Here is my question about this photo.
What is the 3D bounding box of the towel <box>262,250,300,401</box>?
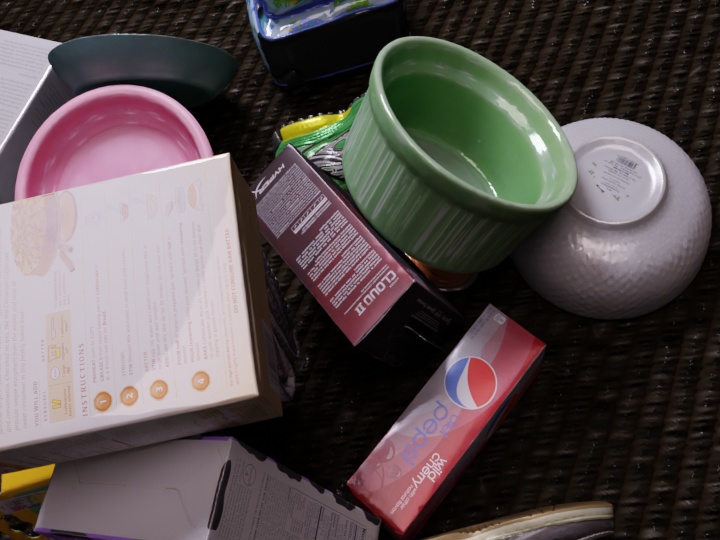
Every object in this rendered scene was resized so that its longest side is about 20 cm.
[{"bbox_3d":[-0.142,0.038,0.659,0.161,0.201,0.088,1,61,8],"label":"towel"}]

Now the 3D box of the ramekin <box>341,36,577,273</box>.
[{"bbox_3d":[0.079,-0.096,0.705,0.196,0.098,0.203,18,44,-19],"label":"ramekin"}]

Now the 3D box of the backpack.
[{"bbox_3d":[-0.049,-0.334,0.915,0.179,0.148,0.203,-19,59,-3],"label":"backpack"}]

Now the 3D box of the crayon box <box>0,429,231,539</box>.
[{"bbox_3d":[-0.211,0.171,0.694,0.195,0.127,0.052,-17,52,0],"label":"crayon box"}]

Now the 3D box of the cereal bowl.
[{"bbox_3d":[0.229,-0.063,0.764,0.194,0.084,0.205,-5,62,9],"label":"cereal bowl"}]

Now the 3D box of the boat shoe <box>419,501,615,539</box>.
[{"bbox_3d":[0.110,0.232,0.647,0.195,0.073,0.066,-17,72,5],"label":"boat shoe"}]

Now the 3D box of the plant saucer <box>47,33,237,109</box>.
[{"bbox_3d":[-0.227,-0.202,0.866,0.194,0.200,0.037,-2,88,9],"label":"plant saucer"}]

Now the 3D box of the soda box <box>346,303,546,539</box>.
[{"bbox_3d":[0.076,0.131,0.698,0.063,0.070,0.201,34,73,21],"label":"soda box"}]

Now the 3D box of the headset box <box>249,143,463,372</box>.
[{"bbox_3d":[0.000,0.000,0.728,0.075,0.148,0.201,-45,63,6],"label":"headset box"}]

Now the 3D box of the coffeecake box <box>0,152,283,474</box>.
[{"bbox_3d":[-0.159,0.030,0.516,0.195,0.073,0.157,-11,70,3],"label":"coffeecake box"}]

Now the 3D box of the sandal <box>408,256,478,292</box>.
[{"bbox_3d":[0.075,-0.081,0.812,0.077,0.060,0.212,-4,63,8],"label":"sandal"}]

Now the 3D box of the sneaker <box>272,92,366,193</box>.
[{"bbox_3d":[0.005,-0.123,0.838,0.196,0.078,0.087,-17,70,21],"label":"sneaker"}]

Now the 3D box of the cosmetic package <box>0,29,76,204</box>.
[{"bbox_3d":[-0.407,-0.168,0.935,0.099,0.072,0.204,15,67,16],"label":"cosmetic package"}]

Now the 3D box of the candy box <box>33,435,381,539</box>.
[{"bbox_3d":[-0.104,0.188,0.603,0.164,0.200,0.073,-6,58,32],"label":"candy box"}]

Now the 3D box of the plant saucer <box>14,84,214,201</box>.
[{"bbox_3d":[-0.232,-0.075,0.793,0.195,0.051,0.206,-1,78,3],"label":"plant saucer"}]
